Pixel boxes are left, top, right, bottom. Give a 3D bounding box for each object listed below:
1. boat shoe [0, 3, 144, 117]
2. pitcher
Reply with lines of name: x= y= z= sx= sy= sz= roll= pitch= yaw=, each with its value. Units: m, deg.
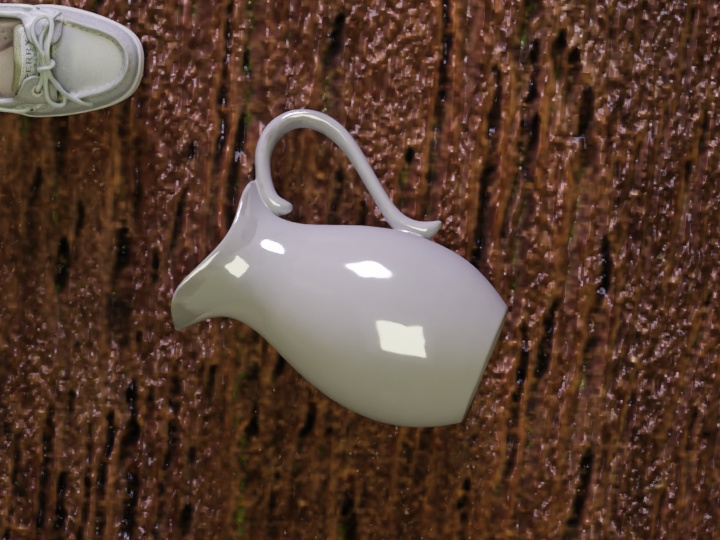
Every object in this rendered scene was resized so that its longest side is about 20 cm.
boat shoe: x=-0.242 y=-0.138 z=1.294 sx=0.201 sy=0.065 sz=0.075 roll=8 pitch=101 yaw=-3
pitcher: x=0.000 y=0.000 z=1.309 sx=0.199 sy=0.121 sz=0.172 roll=23 pitch=85 yaw=6
